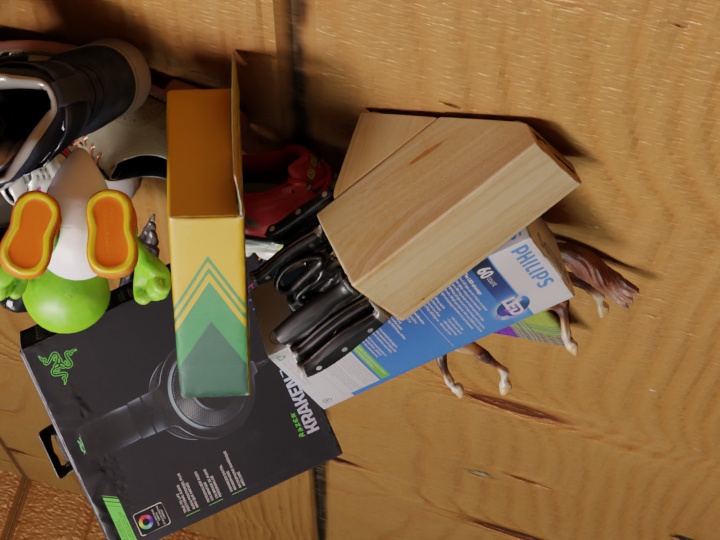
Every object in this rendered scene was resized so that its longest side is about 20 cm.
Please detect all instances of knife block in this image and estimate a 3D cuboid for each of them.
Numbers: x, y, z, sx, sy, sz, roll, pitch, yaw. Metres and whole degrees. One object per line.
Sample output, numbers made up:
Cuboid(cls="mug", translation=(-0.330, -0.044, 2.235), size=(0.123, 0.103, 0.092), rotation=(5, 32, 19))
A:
Cuboid(cls="knife block", translation=(0.027, -0.011, 1.576), size=(0.199, 0.176, 0.064), rotation=(6, 162, 37))

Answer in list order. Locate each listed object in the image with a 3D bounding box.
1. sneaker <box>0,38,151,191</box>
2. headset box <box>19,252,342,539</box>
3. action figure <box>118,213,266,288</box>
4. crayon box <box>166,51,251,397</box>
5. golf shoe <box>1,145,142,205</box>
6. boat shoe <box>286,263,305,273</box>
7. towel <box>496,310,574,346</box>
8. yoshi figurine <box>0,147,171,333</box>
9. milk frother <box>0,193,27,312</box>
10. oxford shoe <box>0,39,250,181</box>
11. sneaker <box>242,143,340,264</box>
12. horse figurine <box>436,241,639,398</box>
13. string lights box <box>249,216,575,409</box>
Cuboid(cls="sneaker", translation=(-0.253, -0.088, 1.607), size=(0.202, 0.077, 0.146), rotation=(-26, -175, 29))
Cuboid(cls="headset box", translation=(-0.141, 0.093, 1.795), size=(0.199, 0.175, 0.093), rotation=(-24, -170, -5))
Cuboid(cls="action figure", translation=(-0.143, 0.013, 1.915), size=(0.118, 0.102, 0.200), rotation=(24, -156, 8))
Cuboid(cls="crayon box", translation=(-0.101, -0.029, 1.602), size=(0.051, 0.127, 0.201), rotation=(-2, 134, -3))
Cuboid(cls="golf shoe", translation=(-0.240, -0.085, 1.793), size=(0.072, 0.092, 0.200), rotation=(4, 161, 38))
Cuboid(cls="boat shoe", translation=(0.000, 0.000, 1.839), size=(0.199, 0.071, 0.064), rotation=(-16, -168, 29))
Cuboid(cls="towel", translation=(0.063, 0.014, 1.920), size=(0.199, 0.023, 0.144), rotation=(10, 162, 26))
Cuboid(cls="yoshi figurine", translation=(-0.192, -0.003, 1.624), size=(0.112, 0.112, 0.200), rotation=(49, 175, -2))
Cuboid(cls="milk frother", translation=(-0.330, 0.009, 1.869), size=(0.181, 0.200, 0.188), rotation=(48, -164, 7))
Cuboid(cls="oxford shoe", translation=(-0.181, -0.105, 1.680), size=(0.199, 0.074, 0.071), rotation=(17, 165, 6))
Cuboid(cls="sneaker", translation=(-0.030, -0.048, 1.719), size=(0.199, 0.077, 0.085), rotation=(6, 132, 3))
Cuboid(cls="horse figurine", translation=(0.100, 0.028, 1.768), size=(0.199, 0.050, 0.133), rotation=(-29, 128, 19))
Cuboid(cls="string lights box", translation=(0.037, 0.017, 1.677), size=(0.199, 0.059, 0.103), rotation=(-25, 148, 11))
